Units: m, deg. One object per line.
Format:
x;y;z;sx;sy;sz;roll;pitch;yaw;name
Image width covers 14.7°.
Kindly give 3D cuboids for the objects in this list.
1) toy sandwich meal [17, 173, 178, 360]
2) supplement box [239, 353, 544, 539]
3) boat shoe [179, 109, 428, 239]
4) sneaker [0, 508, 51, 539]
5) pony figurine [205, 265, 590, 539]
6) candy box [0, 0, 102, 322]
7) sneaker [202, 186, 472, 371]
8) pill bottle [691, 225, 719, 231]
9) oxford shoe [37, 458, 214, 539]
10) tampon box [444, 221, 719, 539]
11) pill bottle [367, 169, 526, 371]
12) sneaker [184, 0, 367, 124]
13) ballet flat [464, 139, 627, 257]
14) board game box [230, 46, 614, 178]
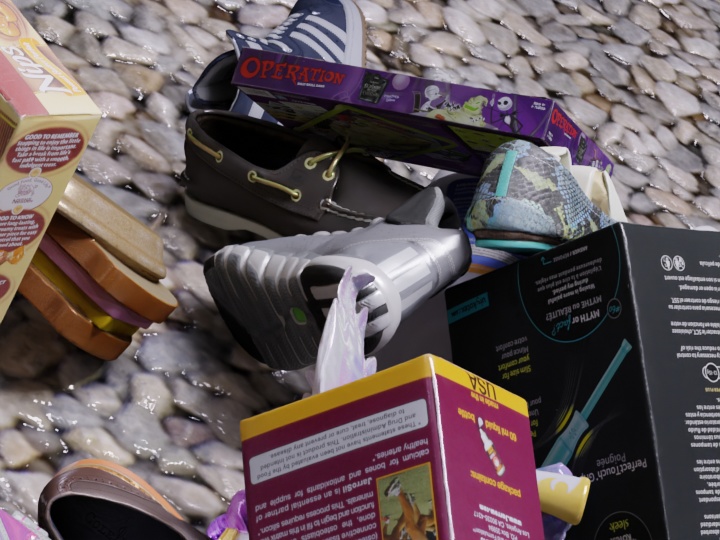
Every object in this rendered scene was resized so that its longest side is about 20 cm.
-0.185;-0.030;1.500;0.205;0.070;0.205;36;-1;1;toy sandwich meal
0.020;0.153;1.243;0.086;0.110;0.200;26;51;-50;supplement box
-0.029;-0.050;1.633;0.201;0.061;0.072;14;31;38;boat shoe
-0.184;0.141;1.269;0.200;0.081;0.088;51;30;21;sneaker
0.008;0.121;1.398;0.200;0.167;0.193;15;58;3;pony figurine
-0.213;-0.035;1.382;0.055;0.200;0.115;-5;44;-45;candy box
0.000;0.000;1.546;0.115;0.075;0.200;-31;16;-24;sneaker
0.246;0.073;1.636;0.200;0.110;0.110;40;30;18;pill bottle
-0.070;0.163;1.306;0.200;0.071;0.073;32;0;1;oxford shoe
0.147;0.091;1.484;0.126;0.150;0.200;3;74;-39;tampon box
0.070;0.008;1.669;0.112;0.112;0.200;27;29;-6;pill bottle
-0.056;-0.137;1.827;0.108;0.070;0.200;21;33;-20;sneaker
0.115;-0.032;1.542;0.074;0.074;0.200;42;6;20;ballet flat
0.037;-0.085;1.626;0.200;0.032;0.120;12;-15;24;board game box
